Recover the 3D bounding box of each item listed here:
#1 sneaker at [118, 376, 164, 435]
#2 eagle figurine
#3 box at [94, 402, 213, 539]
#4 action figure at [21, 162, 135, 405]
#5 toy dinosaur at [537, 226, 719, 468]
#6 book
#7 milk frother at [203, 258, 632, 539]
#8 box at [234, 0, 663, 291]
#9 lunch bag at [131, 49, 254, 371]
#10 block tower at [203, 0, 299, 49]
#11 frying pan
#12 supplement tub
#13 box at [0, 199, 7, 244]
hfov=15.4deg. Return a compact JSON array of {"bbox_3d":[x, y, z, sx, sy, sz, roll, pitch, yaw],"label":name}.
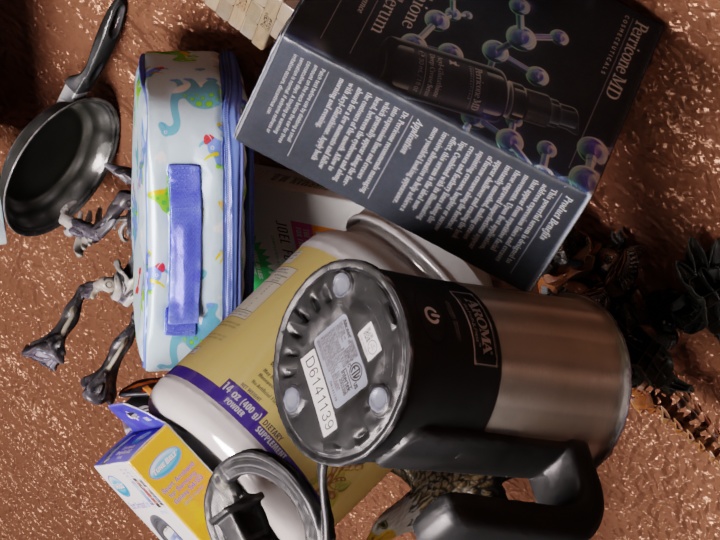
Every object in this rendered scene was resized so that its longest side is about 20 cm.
[{"bbox_3d":[-0.116,0.104,1.920,0.200,0.112,0.078,120,135,-82],"label":"sneaker"},{"bbox_3d":[0.043,0.132,1.836,0.200,0.151,0.152,46,131,15],"label":"eagle figurine"},{"bbox_3d":[-0.096,0.166,1.688,0.200,0.041,0.119,46,165,-7],"label":"box"},{"bbox_3d":[-0.166,-0.009,1.920,0.119,0.200,0.102,30,-172,-21],"label":"action figure"},{"bbox_3d":[0.175,0.035,1.682,0.200,0.102,0.136,32,162,-14],"label":"toy dinosaur"},{"bbox_3d":[0.000,0.000,1.836,0.199,0.048,0.134,11,127,38],"label":"book"},{"bbox_3d":[0.029,0.101,1.572,0.200,0.188,0.181,-21,68,45],"label":"milk frother"},{"bbox_3d":[0.052,-0.110,1.549,0.199,0.149,0.107,27,142,-2],"label":"box"},{"bbox_3d":[-0.113,-0.038,1.772,0.082,0.161,0.201,0,108,-4],"label":"lunch bag"},{"bbox_3d":[-0.041,-0.170,1.696,0.200,0.054,0.058,38,143,8],"label":"block tower"},{"bbox_3d":[-0.216,-0.103,1.879,0.031,0.115,0.191,34,143,25],"label":"frying pan"},{"bbox_3d":[-0.020,0.067,1.690,0.145,0.200,0.146,41,163,15],"label":"supplement tub"},{"bbox_3d":[-0.287,-0.134,1.909,0.040,0.137,0.201,-7,134,-6],"label":"box"}]
